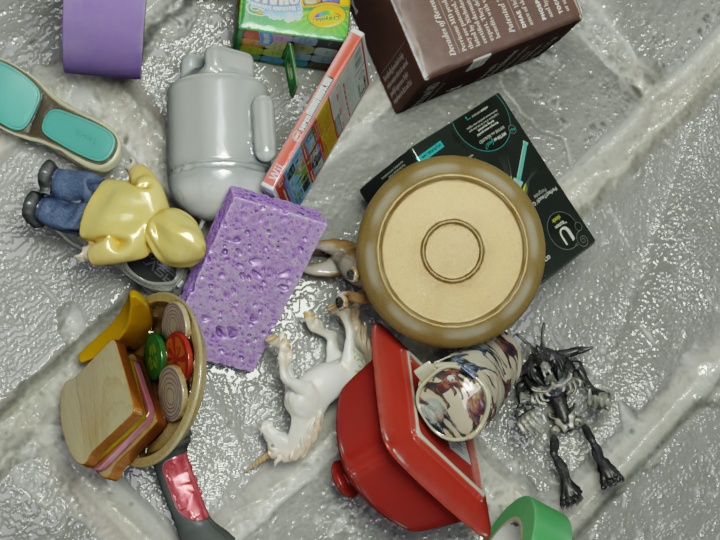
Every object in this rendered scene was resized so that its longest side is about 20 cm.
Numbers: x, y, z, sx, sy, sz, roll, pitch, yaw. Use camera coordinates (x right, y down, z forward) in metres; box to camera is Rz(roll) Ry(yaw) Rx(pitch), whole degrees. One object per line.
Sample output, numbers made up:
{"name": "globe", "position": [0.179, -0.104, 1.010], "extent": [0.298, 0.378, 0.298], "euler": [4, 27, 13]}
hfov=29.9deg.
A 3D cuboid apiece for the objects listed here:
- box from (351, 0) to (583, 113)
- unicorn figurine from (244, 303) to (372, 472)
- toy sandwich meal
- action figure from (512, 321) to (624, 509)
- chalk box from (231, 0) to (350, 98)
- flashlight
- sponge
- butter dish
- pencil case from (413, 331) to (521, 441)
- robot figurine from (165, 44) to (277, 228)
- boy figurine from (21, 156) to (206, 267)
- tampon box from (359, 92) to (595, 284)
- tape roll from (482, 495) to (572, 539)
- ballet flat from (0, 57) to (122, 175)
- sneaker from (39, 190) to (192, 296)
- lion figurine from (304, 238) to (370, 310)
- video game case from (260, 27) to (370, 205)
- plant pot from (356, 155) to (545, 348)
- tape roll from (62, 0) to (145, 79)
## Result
{"name": "box", "position": [0.112, -0.303, 1.525], "extent": [0.199, 0.166, 0.165], "euler": [-23, 89, -11]}
{"name": "unicorn figurine", "position": [-0.055, 0.124, 1.488], "extent": [0.199, 0.074, 0.138], "euler": [-27, 106, -20]}
{"name": "toy sandwich meal", "position": [-0.240, 0.115, 1.414], "extent": [0.070, 0.204, 0.207], "euler": [15, 80, -41]}
{"name": "action figure", "position": [0.232, 0.159, 1.527], "extent": [0.118, 0.102, 0.201], "euler": [-22, 89, 0]}
{"name": "chalk box", "position": [-0.078, -0.299, 1.513], "extent": [0.123, 0.125, 0.202], "euler": [7, 81, -9]}
{"name": "flashlight", "position": [-0.182, 0.245, 1.461], "extent": [0.067, 0.068, 0.201], "euler": [-19, 88, -10]}
{"name": "sponge", "position": [-0.127, 0.012, 1.451], "extent": [0.111, 0.030, 0.201], "euler": [16, 115, -26]}
{"name": "butter dish", "position": [0.034, 0.196, 1.455], "extent": [0.147, 0.201, 0.199], "euler": [-33, 125, 20]}
{"name": "pencil case", "position": [0.118, 0.114, 1.444], "extent": [0.077, 0.200, 0.090], "euler": [-26, 92, 20]}
{"name": "robot figurine", "position": [-0.154, -0.140, 1.473], "extent": [0.112, 0.169, 0.202], "euler": [6, 79, -44]}
{"name": "boy figurine", "position": [-0.247, -0.059, 1.406], "extent": [0.199, 0.065, 0.125], "euler": [16, 70, 11]}
{"name": "tampon box", "position": [0.130, -0.061, 1.501], "extent": [0.150, 0.126, 0.201], "euler": [-33, 90, -33]}
{"name": "tape roll", "position": [0.155, 0.341, 1.441], "extent": [0.048, 0.200, 0.201], "euler": [28, 80, -6]}
{"name": "ballet flat", "position": [-0.349, -0.167, 1.482], "extent": [0.199, 0.069, 0.070], "euler": [34, 79, 1]}
{"name": "sneaker", "position": [-0.262, -0.042, 1.472], "extent": [0.199, 0.082, 0.075], "euler": [33, 79, -3]}
{"name": "lion figurine", "position": [0.000, 0.000, 1.494], "extent": [0.122, 0.200, 0.073], "euler": [-5, 122, -42]}
{"name": "video game case", "position": [-0.046, -0.155, 1.493], "extent": [0.017, 0.143, 0.201], "euler": [27, 79, 9]}
{"name": "plant pot", "position": [0.095, -0.020, 1.398], "extent": [0.198, 0.027, 0.202], "euler": [0, 90, 0]}
{"name": "tape roll", "position": [-0.269, -0.308, 1.442], "extent": [0.084, 0.200, 0.202], "euler": [3, 83, -9]}
